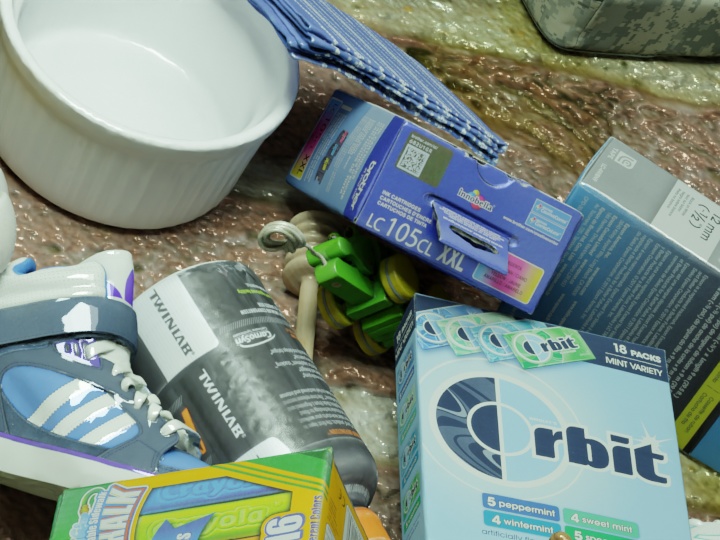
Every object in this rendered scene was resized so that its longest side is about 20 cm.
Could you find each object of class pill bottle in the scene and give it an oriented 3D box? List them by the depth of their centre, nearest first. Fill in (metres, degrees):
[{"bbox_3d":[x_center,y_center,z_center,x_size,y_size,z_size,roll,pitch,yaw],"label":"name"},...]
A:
[{"bbox_3d":[-0.059,0.100,1.561,0.106,0.106,0.200,-12,56,-37],"label":"pill bottle"}]

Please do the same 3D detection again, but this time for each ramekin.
[{"bbox_3d":[-0.148,-0.121,1.730,0.200,0.098,0.201,15,44,-15],"label":"ramekin"}]

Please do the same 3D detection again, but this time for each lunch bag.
[{"bbox_3d":[0.229,-0.262,2.027,0.199,0.168,0.140,2,49,-29],"label":"lunch bag"}]

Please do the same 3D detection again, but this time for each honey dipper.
[{"bbox_3d":[-0.035,0.045,1.680,0.038,0.038,0.200,18,45,-14],"label":"honey dipper"}]

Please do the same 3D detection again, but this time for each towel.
[{"bbox_3d":[-0.004,-0.141,1.751,0.200,0.024,0.145,28,14,-42],"label":"towel"}]

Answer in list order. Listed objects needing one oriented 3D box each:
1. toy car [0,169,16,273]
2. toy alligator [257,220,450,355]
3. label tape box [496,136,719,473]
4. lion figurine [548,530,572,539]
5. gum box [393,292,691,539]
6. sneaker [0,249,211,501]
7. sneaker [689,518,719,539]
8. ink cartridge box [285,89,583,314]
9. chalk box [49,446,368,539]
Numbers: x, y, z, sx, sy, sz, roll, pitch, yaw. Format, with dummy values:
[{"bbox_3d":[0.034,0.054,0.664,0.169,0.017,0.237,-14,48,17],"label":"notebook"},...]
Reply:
[{"bbox_3d":[-0.295,-0.056,1.542,0.175,0.150,0.200,60,-3,-16],"label":"toy car"},{"bbox_3d":[0.000,0.000,1.674,0.200,0.059,0.054,39,38,-45],"label":"toy alligator"},{"bbox_3d":[0.204,0.028,1.751,0.200,0.143,0.066,32,42,3],"label":"label tape box"},{"bbox_3d":[0.125,0.203,1.454,0.199,0.073,0.122,6,25,30],"label":"lion figurine"},{"bbox_3d":[0.108,0.114,1.611,0.169,0.045,0.200,13,42,-13],"label":"gum box"},{"bbox_3d":[-0.134,0.059,1.506,0.199,0.081,0.147,14,75,18],"label":"sneaker"},{"bbox_3d":[0.195,0.177,1.660,0.200,0.071,0.080,-13,55,-37],"label":"sneaker"},{"bbox_3d":[0.048,-0.043,1.692,0.136,0.077,0.200,27,1,-19],"label":"ink cartridge box"},{"bbox_3d":[-0.096,0.189,1.404,0.199,0.125,0.124,-11,37,14],"label":"chalk box"}]
